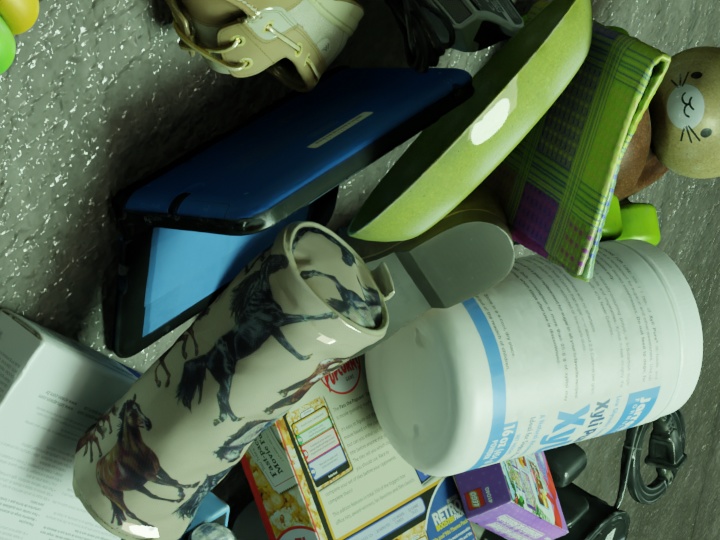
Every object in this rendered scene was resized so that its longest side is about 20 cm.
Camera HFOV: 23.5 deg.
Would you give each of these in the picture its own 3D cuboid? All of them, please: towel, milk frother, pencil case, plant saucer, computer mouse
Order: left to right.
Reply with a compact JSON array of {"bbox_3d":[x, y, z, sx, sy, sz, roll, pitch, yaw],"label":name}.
[{"bbox_3d":[-0.069,0.062,0.948,0.200,0.078,0.089,-45,156,19],"label":"pencil case"},{"bbox_3d":[0.046,-0.163,1.053,0.044,0.110,0.200,-39,167,20],"label":"computer mouse"},{"bbox_3d":[0.070,-0.085,1.006,0.200,0.031,0.200,-46,-174,6],"label":"plant saucer"},{"bbox_3d":[0.148,0.164,1.448,0.199,0.188,0.182,-21,137,-50],"label":"milk frother"},{"bbox_3d":[0.122,-0.084,1.051,0.023,0.200,0.145,14,101,-18],"label":"towel"}]

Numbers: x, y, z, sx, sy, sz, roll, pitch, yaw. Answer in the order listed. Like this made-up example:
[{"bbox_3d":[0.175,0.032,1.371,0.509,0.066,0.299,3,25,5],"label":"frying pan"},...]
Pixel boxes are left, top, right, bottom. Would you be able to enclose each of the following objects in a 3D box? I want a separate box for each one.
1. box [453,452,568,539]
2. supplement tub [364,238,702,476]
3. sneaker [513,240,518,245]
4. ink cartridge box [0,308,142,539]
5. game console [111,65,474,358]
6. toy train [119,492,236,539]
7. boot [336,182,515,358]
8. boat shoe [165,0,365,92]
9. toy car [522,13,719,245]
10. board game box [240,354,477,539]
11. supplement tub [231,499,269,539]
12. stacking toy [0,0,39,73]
[{"bbox_3d":[0.090,0.097,1.284,0.039,0.201,0.137,-23,155,16],"label":"box"},{"bbox_3d":[0.115,0.056,1.164,0.199,0.132,0.133,-10,131,-28],"label":"supplement tub"},{"bbox_3d":[0.063,-0.046,1.225,0.199,0.076,0.081,-28,125,-46],"label":"sneaker"},{"bbox_3d":[-0.198,0.136,0.998,0.201,0.043,0.196,-55,154,-2],"label":"ink cartridge box"},{"bbox_3d":[-0.040,-0.031,1.016,0.200,0.170,0.119,-35,119,-37],"label":"game console"},{"bbox_3d":[-0.122,0.230,1.143,0.086,0.114,0.201,-28,140,-39],"label":"toy train"},{"bbox_3d":[0.000,0.000,1.090,0.199,0.076,0.074,-20,125,10],"label":"boot"},{"bbox_3d":[-0.061,-0.134,0.910,0.200,0.074,0.067,12,103,-62],"label":"boat shoe"},{"bbox_3d":[0.228,-0.112,1.221,0.157,0.199,0.166,6,74,-61],"label":"toy car"},{"bbox_3d":[-0.006,0.133,1.175,0.151,0.046,0.201,-21,91,-49],"label":"board game box"},{"bbox_3d":[-0.042,0.270,1.288,0.144,0.144,0.201,-34,145,-39],"label":"supplement tub"},{"bbox_3d":[-0.172,-0.111,0.747,0.201,0.085,0.085,-55,153,-14],"label":"stacking toy"}]
